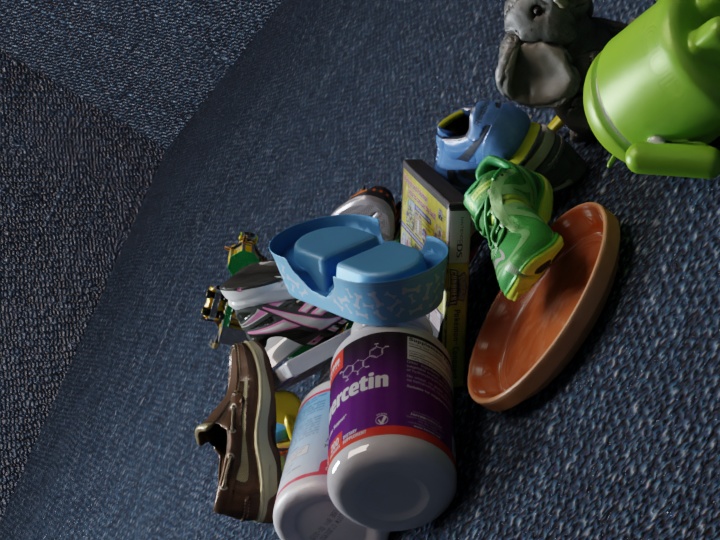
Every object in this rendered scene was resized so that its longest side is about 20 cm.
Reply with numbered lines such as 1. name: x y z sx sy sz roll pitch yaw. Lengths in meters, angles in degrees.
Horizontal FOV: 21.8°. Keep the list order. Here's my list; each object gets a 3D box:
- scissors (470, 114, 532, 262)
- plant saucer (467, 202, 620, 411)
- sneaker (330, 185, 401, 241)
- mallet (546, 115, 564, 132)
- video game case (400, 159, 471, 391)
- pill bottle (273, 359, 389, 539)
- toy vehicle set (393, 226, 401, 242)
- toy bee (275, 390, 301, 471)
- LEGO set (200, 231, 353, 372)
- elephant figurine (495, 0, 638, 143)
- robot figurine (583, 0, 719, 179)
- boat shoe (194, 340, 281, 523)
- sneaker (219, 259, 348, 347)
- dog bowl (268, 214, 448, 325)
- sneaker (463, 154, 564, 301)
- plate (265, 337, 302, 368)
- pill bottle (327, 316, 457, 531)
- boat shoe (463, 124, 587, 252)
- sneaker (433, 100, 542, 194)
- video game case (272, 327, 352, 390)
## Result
1. scissors: 0.140 -0.076 1.953 0.200 0.014 0.073 -58 11 -2
2. plant saucer: 0.161 0.034 1.607 0.200 0.032 0.200 -53 15 20
3. sneaker: 0.009 -0.066 2.193 0.112 0.078 0.200 -65 2 -30
4. mallet: 0.201 -0.157 1.867 0.200 0.041 0.066 -47 21 26
5. video game case: 0.069 0.001 1.802 0.200 0.025 0.181 -127 37 -71
6. pill bottle: -0.013 0.173 1.760 0.109 0.109 0.200 -49 18 36
7. toy vehicle set: 0.049 0.015 2.039 0.124 0.027 0.200 -39 24 54
8. toy bee: -0.048 0.173 1.890 0.109 0.131 0.200 -14 29 36
9. LEGO set: -0.082 0.032 2.151 0.116 0.200 0.154 -99 16 -71
10. elephant figurine: 0.181 -0.216 1.707 0.155 0.200 0.142 -57 14 9
11. robot figurine: 0.257 -0.156 1.497 0.200 0.116 0.176 -39 32 54
12. boat shoe: -0.121 0.149 1.796 0.075 0.075 0.202 106 161 -45
13. sneaker: -0.034 0.030 1.850 0.200 0.086 0.080 -6 25 26
14. dog bowl: 0.000 0.000 1.722 0.111 0.050 0.200 -23 26 -31
15. sneaker: 0.127 -0.040 1.643 0.074 0.084 0.200 -53 15 21
16. plate: -0.041 0.037 1.983 0.200 0.032 0.200 -40 3 6
17. pill bottle: 0.028 0.125 1.658 0.112 0.112 0.200 -49 26 34
18. boat shoe: 0.141 -0.059 1.807 0.200 0.062 0.073 -47 22 39
19. sneaker: 0.102 -0.125 1.792 0.066 0.078 0.200 -64 12 -15
20. video game case: -0.035 0.086 1.889 0.143 0.018 0.200 -27 -5 -20
